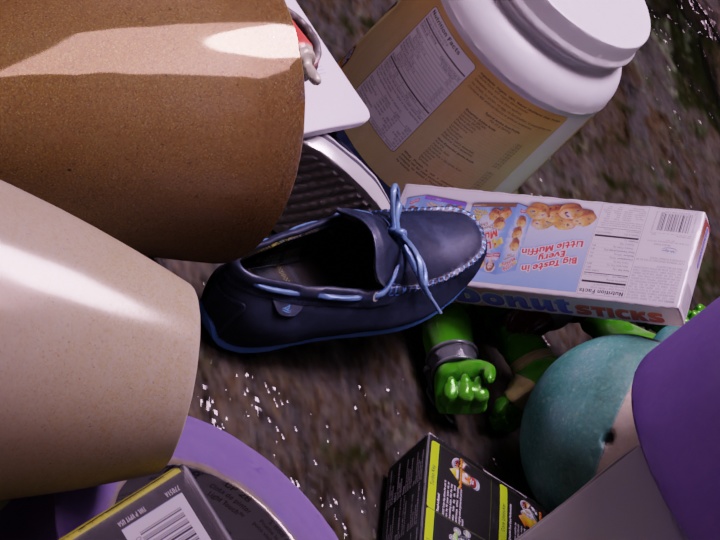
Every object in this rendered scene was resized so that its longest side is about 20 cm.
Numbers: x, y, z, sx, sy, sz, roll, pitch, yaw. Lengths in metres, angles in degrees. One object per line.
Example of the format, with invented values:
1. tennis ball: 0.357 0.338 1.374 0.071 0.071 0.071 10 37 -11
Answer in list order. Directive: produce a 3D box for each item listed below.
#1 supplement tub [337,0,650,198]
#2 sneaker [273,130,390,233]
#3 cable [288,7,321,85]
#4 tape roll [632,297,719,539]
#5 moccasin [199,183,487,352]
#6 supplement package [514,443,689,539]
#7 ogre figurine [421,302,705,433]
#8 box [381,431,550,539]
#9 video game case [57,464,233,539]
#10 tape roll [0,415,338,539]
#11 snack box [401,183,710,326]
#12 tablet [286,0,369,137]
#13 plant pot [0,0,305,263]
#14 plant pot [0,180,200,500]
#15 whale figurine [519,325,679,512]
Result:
1. supplement tub: 0.078 -0.129 1.932 0.144 0.200 0.145 30 34 -24
2. sneaker: -0.059 -0.089 1.841 0.200 0.078 0.080 35 39 -15
3. cable: -0.080 -0.181 1.791 0.097 0.050 0.201 -4 58 -33
4. tape roll: 0.249 0.103 1.656 0.200 0.085 0.200 34 32 -25
5. moccasin: 0.000 0.000 1.765 0.199 0.068 0.081 -21 63 -35
6. supplement package: 0.188 0.215 1.666 0.121 0.120 0.201 11 47 -46
7. ogre figurine: 0.115 0.023 1.895 0.199 0.098 0.120 -25 61 -11
8. box: 0.094 0.216 1.710 0.193 0.048 0.200 32 35 -20
9. video game case: -0.104 0.220 1.371 0.180 0.025 0.201 -31 87 -21
10. tape roll: -0.094 0.174 1.498 0.200 0.085 0.201 31 35 -25
11. snack box: 0.111 -0.011 1.840 0.024 0.199 0.072 63 39 -53
12. tablet: -0.088 -0.159 1.816 0.130 0.014 0.200 -14 63 -42
13. plant pot: -0.164 -0.091 1.652 0.199 0.187 0.187 -5 56 -37
14. plant pot: -0.182 0.034 1.400 0.199 0.188 0.188 11 42 -16
15. whale figurine: 0.160 0.102 1.850 0.103 0.160 0.200 21 3 16
